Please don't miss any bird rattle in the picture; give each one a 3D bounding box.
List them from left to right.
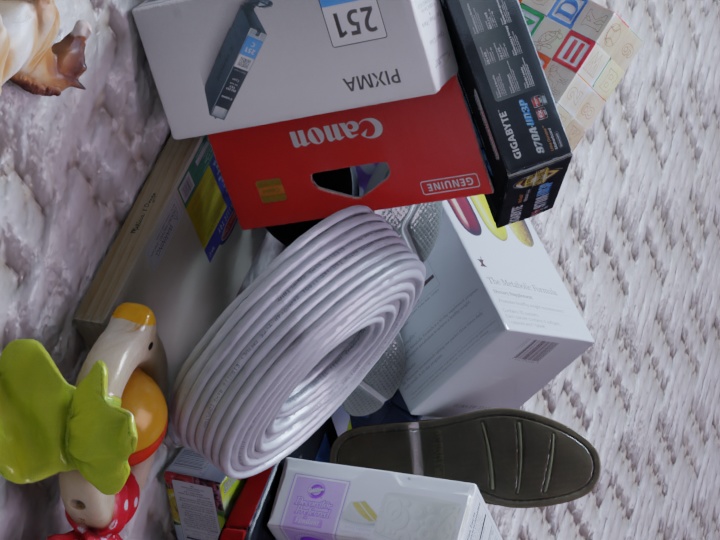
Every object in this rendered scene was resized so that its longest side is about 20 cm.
[{"bbox_3d":[-0.154,0.115,1.336,0.200,0.112,0.163,76,29,-43],"label":"bird rattle"}]

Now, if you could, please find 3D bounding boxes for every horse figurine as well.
[{"bbox_3d":[-0.202,-0.143,1.202,0.200,0.050,0.133,-49,158,-64],"label":"horse figurine"}]

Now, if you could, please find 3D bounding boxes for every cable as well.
[{"bbox_3d":[-0.042,0.048,1.406,0.200,0.069,0.200,-43,167,-11],"label":"cable"}]

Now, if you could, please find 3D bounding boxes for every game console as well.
[{"bbox_3d":[-0.044,0.201,1.573,0.200,0.031,0.177,73,35,-47],"label":"game console"}]

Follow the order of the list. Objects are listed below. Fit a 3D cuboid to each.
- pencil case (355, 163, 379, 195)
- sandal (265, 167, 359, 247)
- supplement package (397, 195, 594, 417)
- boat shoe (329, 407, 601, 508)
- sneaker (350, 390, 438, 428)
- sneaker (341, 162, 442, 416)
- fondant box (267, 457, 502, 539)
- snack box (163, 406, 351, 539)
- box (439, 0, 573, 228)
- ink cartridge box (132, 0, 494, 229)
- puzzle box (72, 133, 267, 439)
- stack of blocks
[{"bbox_3d":[0.011,-0.107,1.552,0.200,0.084,0.085,-40,173,9],"label":"pencil case"},{"bbox_3d":[-0.051,-0.104,1.507,0.043,0.076,0.201,32,45,-63],"label":"sandal"},{"bbox_3d":[0.067,0.000,1.616,0.114,0.110,0.200,9,46,-48],"label":"supplement package"},{"bbox_3d":[0.079,0.138,1.579,0.068,0.199,0.072,42,52,-78],"label":"boat shoe"},{"bbox_3d":[0.027,0.058,1.674,0.081,0.146,0.201,-58,147,-43],"label":"sneaker"},{"bbox_3d":[0.000,0.000,1.539,0.070,0.080,0.201,0,114,-38],"label":"sneaker"},{"bbox_3d":[0.031,0.211,1.542,0.200,0.144,0.058,65,37,-54],"label":"fondant box"},{"bbox_3d":[-0.071,0.149,1.599,0.200,0.053,0.143,-54,145,-47],"label":"snack box"},{"bbox_3d":[0.080,-0.141,1.400,0.159,0.046,0.201,90,-18,-80],"label":"box"},{"bbox_3d":[-0.031,-0.110,1.381,0.045,0.199,0.177,-46,123,-55],"label":"ink cartridge box"},{"bbox_3d":[-0.125,-0.002,1.464,0.133,0.025,0.200,69,36,-47],"label":"puzzle box"},{"bbox_3d":[0.124,-0.135,1.739,0.200,0.115,0.059,-57,143,0],"label":"stack of blocks"}]
